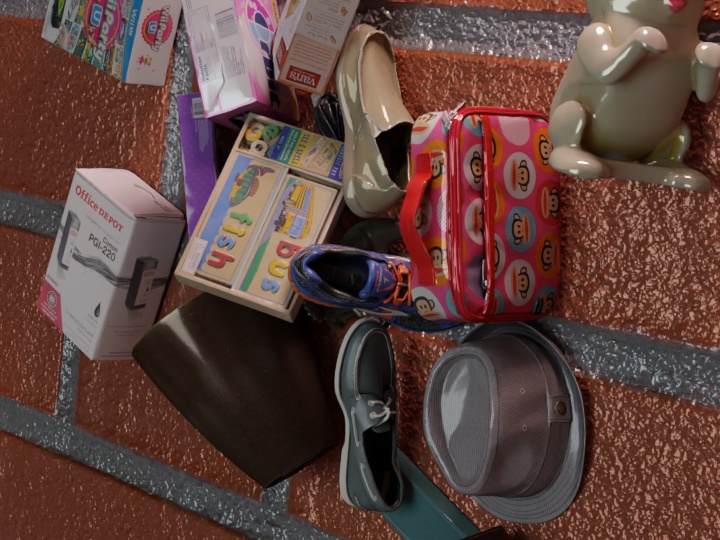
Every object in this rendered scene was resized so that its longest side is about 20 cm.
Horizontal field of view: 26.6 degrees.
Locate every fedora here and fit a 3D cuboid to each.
[{"bbox_3d":[0.121,0.145,1.440,0.177,0.090,0.200,5,94,46],"label":"fedora"}]

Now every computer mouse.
[{"bbox_3d":[-0.080,-0.098,1.670,0.200,0.053,0.139,-31,69,41],"label":"computer mouse"}]

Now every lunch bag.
[{"bbox_3d":[0.105,-0.051,1.395,0.082,0.176,0.200,-2,89,46],"label":"lunch bag"}]

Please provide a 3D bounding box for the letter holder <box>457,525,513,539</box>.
[{"bbox_3d":[0.124,0.352,1.389,0.200,0.142,0.101,49,122,26],"label":"letter holder"}]

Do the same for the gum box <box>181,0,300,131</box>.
[{"bbox_3d":[-0.133,-0.247,1.668,0.066,0.113,0.200,-16,78,21],"label":"gum box"}]

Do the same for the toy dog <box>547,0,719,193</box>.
[{"bbox_3d":[0.239,-0.182,1.309,0.194,0.139,0.200,-115,35,-74],"label":"toy dog"}]

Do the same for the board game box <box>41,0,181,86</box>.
[{"bbox_3d":[-0.306,-0.330,1.892,0.200,0.064,0.148,30,111,40],"label":"board game box"}]

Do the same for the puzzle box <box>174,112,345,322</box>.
[{"bbox_3d":[-0.092,-0.057,1.575,0.133,0.025,0.200,19,71,11],"label":"puzzle box"}]

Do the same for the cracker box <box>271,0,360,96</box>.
[{"bbox_3d":[-0.033,-0.297,1.574,0.134,0.058,0.200,-102,32,-65],"label":"cracker box"}]

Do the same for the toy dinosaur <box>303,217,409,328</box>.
[{"bbox_3d":[0.000,0.000,1.574,0.102,0.077,0.200,41,123,22],"label":"toy dinosaur"}]

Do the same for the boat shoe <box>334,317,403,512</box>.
[{"bbox_3d":[0.019,0.148,1.535,0.062,0.073,0.200,14,106,51],"label":"boat shoe"}]

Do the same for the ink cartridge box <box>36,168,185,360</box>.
[{"bbox_3d":[-0.309,-0.009,1.882,0.146,0.085,0.200,36,113,39],"label":"ink cartridge box"}]

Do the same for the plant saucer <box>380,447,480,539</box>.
[{"bbox_3d":[0.076,0.265,1.540,0.200,0.019,0.070,42,119,36],"label":"plant saucer"}]

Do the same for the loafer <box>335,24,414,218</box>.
[{"bbox_3d":[0.023,-0.155,1.554,0.068,0.076,0.200,-7,83,36],"label":"loafer"}]

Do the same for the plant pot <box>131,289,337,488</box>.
[{"bbox_3d":[-0.116,0.126,1.637,0.187,0.187,0.200,-40,77,38],"label":"plant pot"}]

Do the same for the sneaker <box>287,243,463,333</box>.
[{"bbox_3d":[0.025,0.017,1.491,0.200,0.078,0.075,7,85,2],"label":"sneaker"}]

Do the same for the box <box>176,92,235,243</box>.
[{"bbox_3d":[-0.165,-0.089,1.703,0.039,0.137,0.200,-6,85,7],"label":"box"}]
